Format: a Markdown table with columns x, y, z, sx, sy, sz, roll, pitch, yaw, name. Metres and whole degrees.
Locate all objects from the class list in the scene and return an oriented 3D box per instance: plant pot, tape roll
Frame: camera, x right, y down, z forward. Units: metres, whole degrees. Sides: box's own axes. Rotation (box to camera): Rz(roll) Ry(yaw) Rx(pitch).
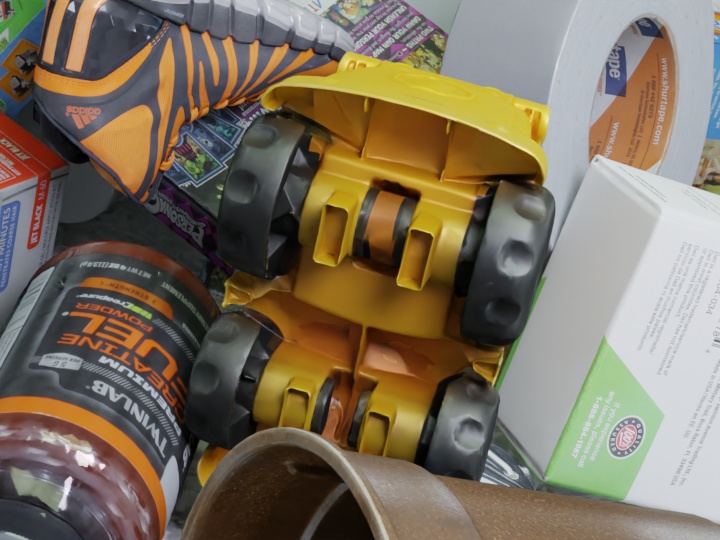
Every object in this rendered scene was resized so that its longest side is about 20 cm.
| x | y | z | sx | sy | sz | roll | pitch | yaw | name |
| --- | --- | --- | --- | --- | --- | --- | --- | --- | --- |
| 0.050 | 0.168 | 0.758 | 0.197 | 0.201 | 0.201 | 7 | 34 | -30 | plant pot |
| 0.117 | -0.087 | 1.032 | 0.066 | 0.201 | 0.200 | 14 | 28 | 32 | tape roll |

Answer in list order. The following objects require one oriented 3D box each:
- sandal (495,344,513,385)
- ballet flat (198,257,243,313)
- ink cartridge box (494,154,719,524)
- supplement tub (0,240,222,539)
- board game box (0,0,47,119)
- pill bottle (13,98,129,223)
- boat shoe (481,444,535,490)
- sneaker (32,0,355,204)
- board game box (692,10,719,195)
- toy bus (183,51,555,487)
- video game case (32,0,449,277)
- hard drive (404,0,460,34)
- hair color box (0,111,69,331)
| x | y | z | sx | sy | sz | roll | pitch | yaw | name |
| --- | --- | --- | --- | --- | --- | --- | --- | --- | --- |
| 0.001 | -0.004 | 1.071 | 0.069 | 0.078 | 0.212 | -19 | 54 | -36 | sandal |
| -0.049 | -0.020 | 1.042 | 0.072 | 0.072 | 0.201 | 11 | 50 | -9 | ballet flat |
| 0.186 | 0.046 | 0.977 | 0.199 | 0.146 | 0.084 | 15 | 16 | -24 | ink cartridge box |
| -0.127 | 0.079 | 0.864 | 0.106 | 0.107 | 0.200 | 17 | 34 | -1 | supplement tub |
| -0.225 | -0.113 | 1.024 | 0.037 | 0.200 | 0.151 | 33 | 17 | -43 | board game box |
| -0.127 | -0.110 | 1.125 | 0.112 | 0.113 | 0.200 | 25 | 37 | 12 | pill bottle |
| 0.056 | 0.114 | 0.935 | 0.199 | 0.072 | 0.068 | 28 | 36 | 28 | boat shoe |
| -0.088 | -0.090 | 0.954 | 0.077 | 0.113 | 0.199 | 28 | 13 | 37 | sneaker |
| 0.192 | -0.085 | 1.200 | 0.199 | 0.153 | 0.045 | 8 | 34 | -15 | board game box |
| 0.014 | 0.001 | 0.893 | 0.135 | 0.201 | 0.192 | 15 | 20 | 6 | toy bus |
| -0.040 | -0.088 | 1.033 | 0.181 | 0.036 | 0.200 | 37 | 52 | 12 | video game case |
| 0.063 | -0.114 | 1.130 | 0.131 | 0.201 | 0.026 | 15 | -8 | 40 | hard drive |
| -0.234 | 0.007 | 0.914 | 0.064 | 0.111 | 0.200 | 36 | 39 | 26 | hair color box |
